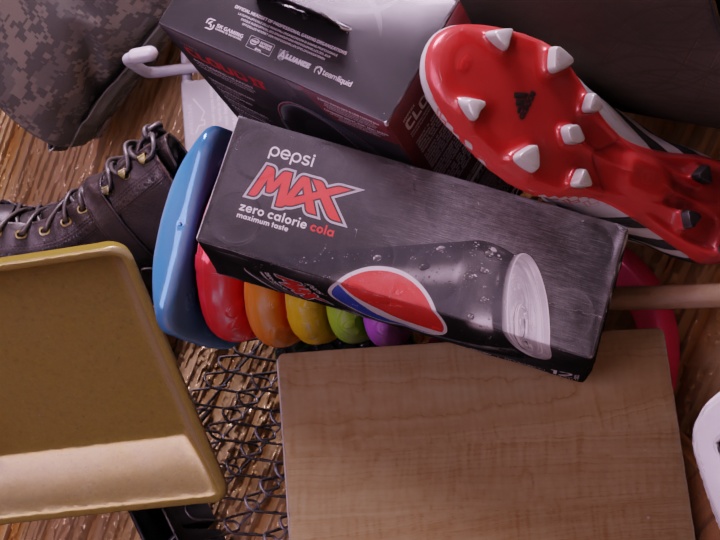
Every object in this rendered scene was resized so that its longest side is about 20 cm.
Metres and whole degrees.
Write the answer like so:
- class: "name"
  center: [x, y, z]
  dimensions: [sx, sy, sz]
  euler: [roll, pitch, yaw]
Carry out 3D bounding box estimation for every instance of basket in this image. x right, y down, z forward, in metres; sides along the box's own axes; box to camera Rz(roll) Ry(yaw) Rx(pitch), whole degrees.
- class: "basket"
  center: [0.138, -0.146, 0.791]
  dimensions: [0.199, 0.181, 0.137]
  euler: [10, 59, 47]

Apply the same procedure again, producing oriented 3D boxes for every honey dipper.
- class: "honey dipper"
  center: [0.121, 0.013, 0.818]
  dimensions: [0.198, 0.038, 0.039]
  euler: [-5, 84, 41]

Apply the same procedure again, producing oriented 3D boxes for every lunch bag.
- class: "lunch bag"
  center: [-0.195, -0.201, 1.081]
  dimensions: [0.200, 0.139, 0.168]
  euler: [-43, 77, 32]

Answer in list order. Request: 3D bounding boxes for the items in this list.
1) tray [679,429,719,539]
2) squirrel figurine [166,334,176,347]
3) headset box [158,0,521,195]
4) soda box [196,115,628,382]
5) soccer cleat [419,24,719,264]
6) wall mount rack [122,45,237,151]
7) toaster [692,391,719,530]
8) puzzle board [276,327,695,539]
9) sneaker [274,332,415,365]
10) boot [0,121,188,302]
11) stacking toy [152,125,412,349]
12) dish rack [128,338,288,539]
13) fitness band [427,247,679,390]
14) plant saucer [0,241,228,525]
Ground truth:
- class: "tray"
  center: [0.117, 0.180, 0.800]
  dimensions: [0.200, 0.037, 0.099]
  euler: [-42, 59, 0]
- class: "squirrel figurine"
  center: [-0.255, 0.071, 1.078]
  dimensions: [0.141, 0.186, 0.202]
  euler: [36, 109, 35]
- class: "headset box"
  center: [-0.004, -0.097, 0.839]
  dimensions: [0.148, 0.200, 0.076]
  euler: [26, 79, 26]
- class: "soda box"
  center: [0.025, -0.009, 0.774]
  dimensions: [0.198, 0.063, 0.072]
  euler: [16, 77, 9]
- class: "soccer cleat"
  center: [0.104, -0.056, 0.779]
  dimensions: [0.085, 0.198, 0.069]
  euler: [-5, 64, 65]
- class: "wall mount rack"
  center: [-0.059, -0.085, 1.003]
  dimensions: [0.171, 0.075, 0.203]
  euler: [-7, 82, 9]
- class: "toaster"
  center: [0.230, 0.103, 0.703]
  dimensions: [0.113, 0.128, 0.202]
  euler: [-35, 65, 32]
- class: "puzzle board"
  center: [0.062, 0.109, 0.781]
  dimensions: [0.197, 0.017, 0.153]
  euler: [-4, 71, -3]
- class: "sneaker"
  center: [0.010, 0.089, 0.883]
  dimensions: [0.201, 0.077, 0.086]
  euler: [-121, 12, -47]
- class: "boot"
  center: [-0.173, -0.036, 0.951]
  dimensions: [0.173, 0.200, 0.070]
  euler: [-34, 25, 29]
- class: "stacking toy"
  center: [0.000, 0.000, 0.846]
  dimensions: [0.198, 0.110, 0.118]
  euler: [12, 86, 22]
- class: "dish rack"
  center: [-0.063, 0.117, 0.999]
  dimensions: [0.200, 0.054, 0.154]
  euler: [-47, 60, 27]
- class: "fitness band"
  center: [0.093, 0.072, 0.882]
  dimensions: [0.143, 0.037, 0.202]
  euler: [40, 111, 35]
- class: "plant saucer"
  center: [-0.195, 0.063, 0.958]
  dimensions: [0.197, 0.202, 0.049]
  euler: [-8, 37, 12]
